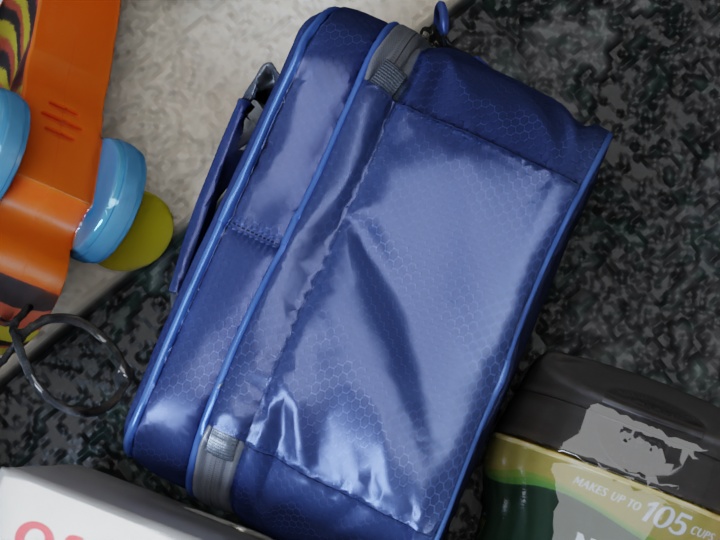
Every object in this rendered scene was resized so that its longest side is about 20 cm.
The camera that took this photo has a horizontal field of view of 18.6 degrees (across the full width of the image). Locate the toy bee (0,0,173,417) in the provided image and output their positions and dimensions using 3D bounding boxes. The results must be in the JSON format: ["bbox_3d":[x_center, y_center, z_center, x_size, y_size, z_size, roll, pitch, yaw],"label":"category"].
[{"bbox_3d":[-0.139,-0.018,0.811,0.131,0.201,0.109,39,129,-15],"label":"toy bee"}]

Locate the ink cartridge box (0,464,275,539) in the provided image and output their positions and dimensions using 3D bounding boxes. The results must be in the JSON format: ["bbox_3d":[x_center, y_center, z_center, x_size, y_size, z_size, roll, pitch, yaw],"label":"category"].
[{"bbox_3d":[-0.081,0.184,0.771,0.146,0.145,0.201,20,85,5],"label":"ink cartridge box"}]

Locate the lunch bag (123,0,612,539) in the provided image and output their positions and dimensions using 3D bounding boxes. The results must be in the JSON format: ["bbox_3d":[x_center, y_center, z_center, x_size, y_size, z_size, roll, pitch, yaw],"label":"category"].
[{"bbox_3d":[0.000,0.000,0.791,0.131,0.136,0.201,23,86,5],"label":"lunch bag"}]

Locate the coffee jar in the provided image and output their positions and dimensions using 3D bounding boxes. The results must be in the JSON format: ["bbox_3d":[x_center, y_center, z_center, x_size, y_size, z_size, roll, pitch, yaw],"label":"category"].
[{"bbox_3d":[0.074,0.135,0.798,0.104,0.085,0.201,20,85,4],"label":"coffee jar"}]
